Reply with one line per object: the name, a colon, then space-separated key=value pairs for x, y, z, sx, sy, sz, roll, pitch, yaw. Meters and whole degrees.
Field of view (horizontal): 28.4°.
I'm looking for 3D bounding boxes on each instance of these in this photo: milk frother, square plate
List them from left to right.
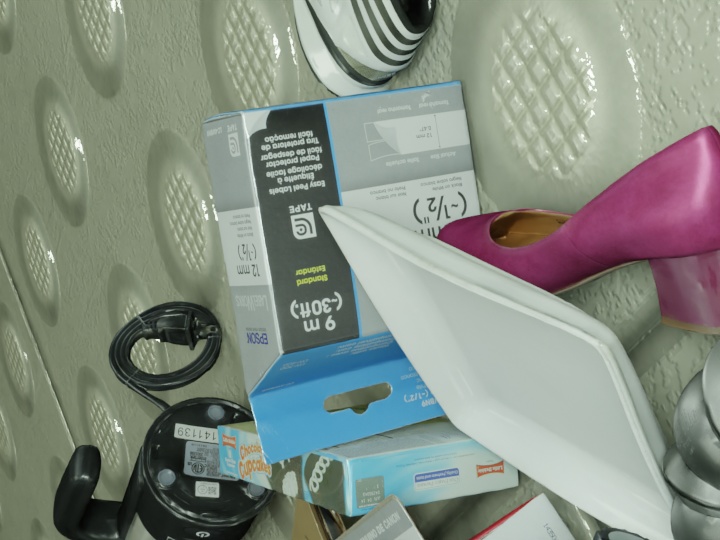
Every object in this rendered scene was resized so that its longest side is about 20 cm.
milk frother: x=-0.162 y=0.160 z=1.262 sx=0.188 sy=0.180 sz=0.200 roll=119 pitch=174 yaw=-53
square plate: x=0.084 y=0.055 z=0.720 sx=0.200 sy=0.028 sz=0.198 roll=28 pitch=158 yaw=45

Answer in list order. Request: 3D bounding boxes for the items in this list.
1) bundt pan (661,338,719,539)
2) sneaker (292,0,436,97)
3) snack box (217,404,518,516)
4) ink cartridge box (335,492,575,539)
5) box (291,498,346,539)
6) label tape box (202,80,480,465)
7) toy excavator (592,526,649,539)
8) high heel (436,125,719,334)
bundt pan: x=0.198 y=0.105 z=0.574 sx=0.202 sy=0.076 sz=0.202 roll=38 pitch=135 yaw=50
sneaker: x=-0.011 y=-0.211 z=0.841 sx=0.115 sy=0.076 sz=0.201 roll=-40 pitch=76 yaw=52
snack box: x=-0.002 y=0.118 z=0.915 sx=0.200 sy=0.116 sz=0.037 roll=0 pitch=95 yaw=63
ink cartridge box: x=0.063 y=0.214 z=0.845 sx=0.176 sy=0.084 sz=0.200 roll=56 pitch=149 yaw=10
box: x=-0.010 y=0.244 z=1.040 sx=0.200 sy=0.021 sz=0.164 roll=98 pitch=148 yaw=-68
label tape box: x=0.000 y=0.000 z=0.816 sx=0.066 sy=0.143 sz=0.200 roll=-6 pitch=95 yaw=62
toy excavator: x=0.078 y=0.178 z=0.640 sx=0.194 sy=0.200 sz=0.100 roll=29 pitch=103 yaw=29
high heel: x=0.105 y=-0.033 z=0.690 sx=0.200 sy=0.067 sz=0.096 roll=10 pitch=121 yaw=46
